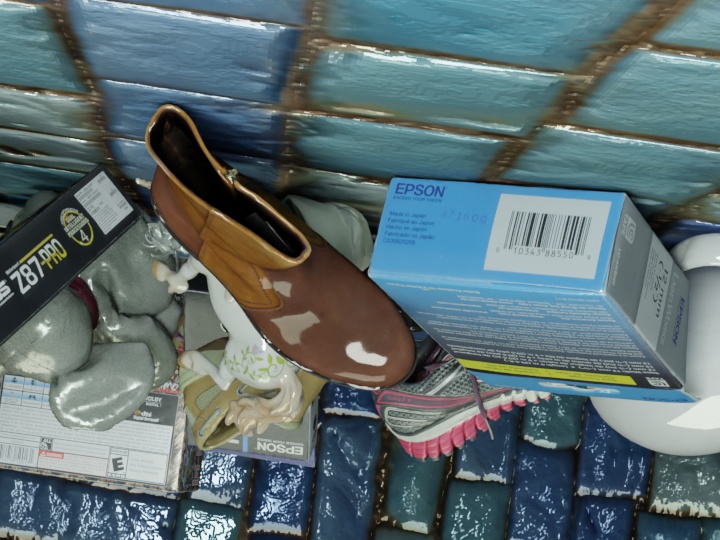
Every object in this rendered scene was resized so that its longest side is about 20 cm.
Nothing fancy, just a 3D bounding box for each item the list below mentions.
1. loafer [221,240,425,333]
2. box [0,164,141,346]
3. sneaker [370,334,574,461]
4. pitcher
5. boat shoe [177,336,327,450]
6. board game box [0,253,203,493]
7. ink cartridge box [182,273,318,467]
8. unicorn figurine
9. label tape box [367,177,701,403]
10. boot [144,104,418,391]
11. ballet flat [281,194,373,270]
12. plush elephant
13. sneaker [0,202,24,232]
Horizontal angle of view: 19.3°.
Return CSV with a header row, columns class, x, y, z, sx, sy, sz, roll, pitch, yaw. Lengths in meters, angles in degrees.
class,x,y,z,sx,sy,sz,roll,pitch,yaw
loafer,0.000,0.000,1.473,0.198,0.071,0.073,-5,153,-2
box,-0.234,0.026,1.262,0.161,0.049,0.200,-35,-171,30
sneaker,0.099,0.058,1.500,0.075,0.199,0.081,53,-170,-23
pitcher,0.217,0.038,1.325,0.171,0.122,0.200,32,151,-26
boat shoe,-0.048,0.071,1.432,0.071,0.077,0.200,12,151,-36
board game box,-0.199,0.066,1.680,0.158,0.202,0.097,8,176,6
ink cartridge box,-0.081,0.083,1.584,0.099,0.039,0.201,7,132,6
unicorn figurine,-0.086,0.010,1.345,0.201,0.074,0.137,56,154,-14
label tape box,0.110,0.016,1.232,0.142,0.067,0.200,4,162,26
boot,-0.035,-0.009,1.131,0.188,0.068,0.200,47,171,0
ballet flat,-0.027,-0.018,1.354,0.069,0.070,0.200,9,179,-14
plush elephant,-0.203,0.029,1.458,0.155,0.165,0.200,-36,-177,-32
sneaker,-0.271,-0.017,1.593,0.198,0.074,0.080,8,173,-4
